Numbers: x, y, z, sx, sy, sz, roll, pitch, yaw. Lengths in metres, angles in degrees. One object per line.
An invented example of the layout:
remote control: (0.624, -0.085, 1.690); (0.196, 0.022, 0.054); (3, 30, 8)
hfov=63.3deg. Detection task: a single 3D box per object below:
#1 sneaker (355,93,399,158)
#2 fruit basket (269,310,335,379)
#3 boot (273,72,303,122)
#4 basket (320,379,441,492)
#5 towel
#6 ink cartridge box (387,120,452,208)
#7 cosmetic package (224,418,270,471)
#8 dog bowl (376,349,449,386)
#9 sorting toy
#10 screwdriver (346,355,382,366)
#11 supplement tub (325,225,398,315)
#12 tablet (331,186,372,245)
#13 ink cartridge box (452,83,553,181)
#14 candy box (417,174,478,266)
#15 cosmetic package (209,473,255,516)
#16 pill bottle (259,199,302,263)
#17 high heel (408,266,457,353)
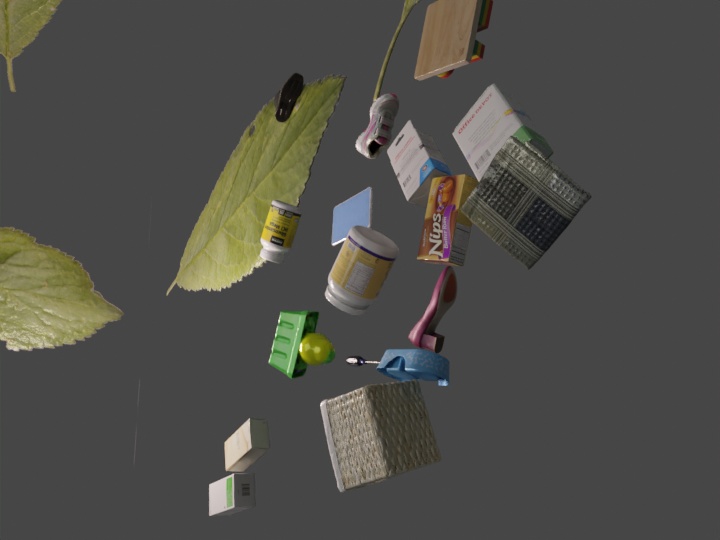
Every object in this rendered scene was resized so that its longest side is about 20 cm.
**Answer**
sneaker: (0.061, -0.404, 1.672); (0.202, 0.080, 0.089); (-64, 36, 31)
fruit basket: (-0.154, 0.222, 1.732); (0.211, 0.155, 0.220); (-1, 85, 13)
boot: (-0.297, -0.710, 2.317); (0.201, 0.076, 0.139); (-55, 34, 27)
basket: (0.045, 0.353, 1.281); (0.160, 0.196, 0.203); (-33, 65, 40)
towel: (0.318, -0.135, 1.154); (0.200, 0.034, 0.194); (44, 123, 18)
ink cartridge box: (0.147, -0.276, 1.498); (0.116, 0.067, 0.202); (-49, 42, 33)
cosmetic package: (-0.381, 0.586, 1.957); (0.200, 0.072, 0.105); (-48, 42, 37)
dog bowl: (0.122, 0.217, 1.323); (0.199, 0.111, 0.050); (-12, 55, 54)
sorting toy: (0.239, -0.591, 1.477); (0.197, 0.069, 0.204); (5, 83, 57)
screwdriver: (0.024, 0.243, 1.526); (0.199, 0.028, 0.030); (-1, 107, 55)
supplement tub: (0.000, 0.000, 1.544); (0.202, 0.143, 0.146); (-64, 35, 17)
tablet: (-0.026, -0.160, 1.761); (0.199, 0.013, 0.133); (-21, 61, 50)
ink cartridge box: (0.300, -0.277, 1.256); (0.146, 0.086, 0.202); (-49, 44, 33)
candy box: (0.204, -0.116, 1.366); (0.116, 0.056, 0.204); (7, 83, 56)
cosmetic package: (-0.431, 0.753, 1.957); (0.199, 0.084, 0.109); (-37, 52, 42)
pill bottle: (-0.283, -0.135, 2.042); (0.112, 0.111, 0.204); (28, 102, 56)
high heel: (0.160, 0.082, 1.342); (0.095, 0.067, 0.204); (19, 97, 46)
